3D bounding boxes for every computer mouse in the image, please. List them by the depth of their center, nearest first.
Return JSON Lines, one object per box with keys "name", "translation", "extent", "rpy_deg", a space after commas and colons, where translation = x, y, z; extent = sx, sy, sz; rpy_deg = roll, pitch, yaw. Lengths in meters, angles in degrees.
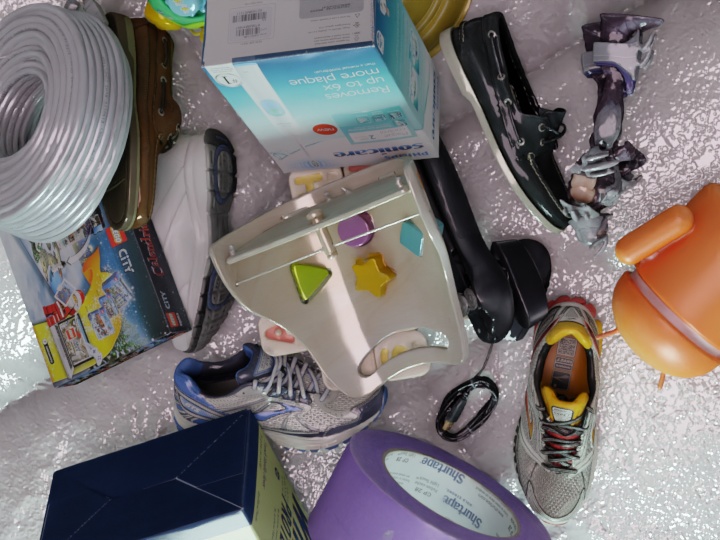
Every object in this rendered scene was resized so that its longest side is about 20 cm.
{"name": "computer mouse", "translation": [0.116, 0.065, 1.550], "extent": [0.058, 0.034, 0.201], "rpy_deg": [22, 103, 3]}

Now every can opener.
{"name": "can opener", "translation": [0.086, -0.030, 1.510], "extent": [0.063, 0.078, 0.201], "rpy_deg": [-42, 73, 51]}

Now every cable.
{"name": "cable", "translation": [-0.272, -0.127, 1.481], "extent": [0.201, 0.069, 0.200], "rpy_deg": [-55, 45, 15]}

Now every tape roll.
{"name": "tape roll", "translation": [0.060, 0.226, 1.502], "extent": [0.199, 0.200, 0.085], "rpy_deg": [29, 102, 2]}

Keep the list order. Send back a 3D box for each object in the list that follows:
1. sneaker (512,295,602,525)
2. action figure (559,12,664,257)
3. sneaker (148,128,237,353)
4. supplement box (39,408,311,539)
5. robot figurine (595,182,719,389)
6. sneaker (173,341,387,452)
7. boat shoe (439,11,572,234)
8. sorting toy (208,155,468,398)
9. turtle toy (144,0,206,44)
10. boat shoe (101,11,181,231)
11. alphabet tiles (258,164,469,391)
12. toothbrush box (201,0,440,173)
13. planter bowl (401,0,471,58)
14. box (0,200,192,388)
{"name": "sneaker", "translation": [0.171, 0.127, 1.528], "extent": [0.077, 0.082, 0.202], "rpy_deg": [2, 102, 8]}
{"name": "action figure", "translation": [0.208, -0.111, 1.461], "extent": [0.069, 0.130, 0.202], "rpy_deg": [7, 90, 8]}
{"name": "sneaker", "translation": [-0.158, -0.027, 1.565], "extent": [0.086, 0.074, 0.202], "rpy_deg": [3, 94, 20]}
{"name": "supplement box", "translation": [-0.149, 0.263, 1.540], "extent": [0.199, 0.135, 0.201], "rpy_deg": [-18, 122, 12]}
{"name": "robot figurine", "translation": [0.292, 0.007, 1.471], "extent": [0.200, 0.144, 0.117], "rpy_deg": [-49, 62, 14]}
{"name": "sneaker", "translation": [-0.076, 0.108, 1.550], "extent": [0.198, 0.077, 0.086], "rpy_deg": [-4, 130, 8]}
{"name": "boat shoe", "translation": [0.142, -0.130, 1.490], "extent": [0.066, 0.074, 0.200], "rpy_deg": [-28, 87, 23]}
{"name": "sorting toy", "translation": [0.006, 0.014, 1.473], "extent": [0.199, 0.107, 0.181], "rpy_deg": [-20, 100, 25]}
{"name": "turtle toy", "translation": [-0.158, -0.277, 1.478], "extent": [0.199, 0.101, 0.147], "rpy_deg": [26, 99, 36]}
{"name": "boat shoe", "translation": [-0.185, -0.128, 1.505], "extent": [0.068, 0.072, 0.202], "rpy_deg": [8, 69, -33]}
{"name": "alphabet tiles", "translation": [0.000, 0.000, 1.532], "extent": [0.194, 0.015, 0.202], "rpy_deg": [-10, 85, -1]}
{"name": "toothbrush box", "translation": [-0.027, -0.164, 1.433], "extent": [0.145, 0.200, 0.086], "rpy_deg": [-4, 68, 16]}
{"name": "planter bowl", "translation": [-0.002, -0.259, 1.483], "extent": [0.199, 0.083, 0.202], "rpy_deg": [1, 101, 8]}
{"name": "box", "translation": [-0.245, -0.014, 1.551], "extent": [0.136, 0.038, 0.201], "rpy_deg": [-24, 83, 24]}
